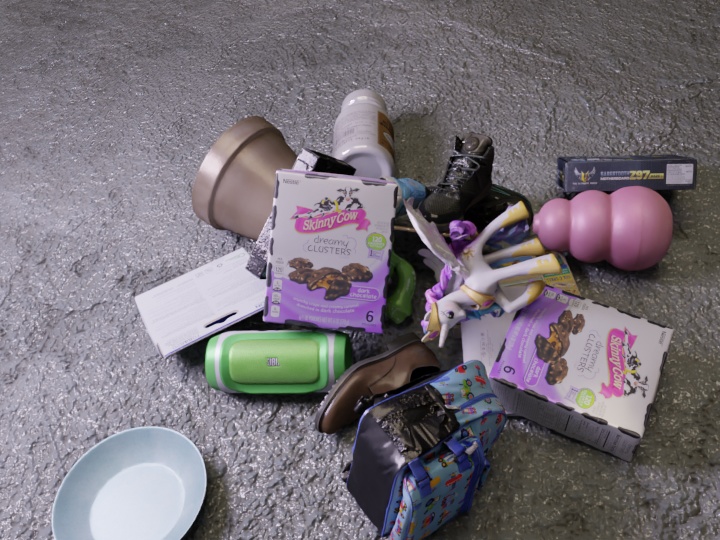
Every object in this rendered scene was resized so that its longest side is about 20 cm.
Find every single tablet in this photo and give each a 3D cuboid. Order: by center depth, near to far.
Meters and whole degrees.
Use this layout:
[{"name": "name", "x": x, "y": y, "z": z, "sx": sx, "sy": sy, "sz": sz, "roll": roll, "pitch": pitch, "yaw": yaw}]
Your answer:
[{"name": "tablet", "x": 0.206, "y": 0.108, "z": 1.090, "sx": 0.127, "sy": 0.014, "sz": 0.203, "roll": -3, "pitch": 55, "yaw": 5}]

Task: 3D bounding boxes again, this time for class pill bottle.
[{"name": "pill bottle", "x": 0.006, "y": -0.235, "z": 1.419, "sx": 0.112, "sy": 0.116, "sz": 0.202, "roll": -4, "pitch": 45, "yaw": 5}]

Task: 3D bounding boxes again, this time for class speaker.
[{"name": "speaker", "x": -0.113, "y": 0.127, "z": 1.097, "sx": 0.195, "sy": 0.090, "sz": 0.089, "roll": -2, "pitch": 44, "yaw": 8}]

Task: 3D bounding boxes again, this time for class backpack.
[{"name": "backpack", "x": 0.092, "y": 0.208, "z": 0.926, "sx": 0.197, "sy": 0.185, "sz": 0.135, "roll": -22, "pitch": 52, "yaw": -29}]

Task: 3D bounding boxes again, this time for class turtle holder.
[{"name": "turtle holder", "x": -0.006, "y": -0.003, "z": 1.189, "sx": 0.133, "sy": 0.184, "sz": 0.141, "roll": -58, "pitch": 19, "yaw": -4}]

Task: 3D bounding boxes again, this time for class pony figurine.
[{"name": "pony figurine", "x": 0.146, "y": -0.008, "z": 1.051, "sx": 0.197, "sy": 0.167, "sz": 0.195, "roll": -26, "pitch": 51, "yaw": 6}]

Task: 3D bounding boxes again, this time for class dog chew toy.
[{"name": "dog chew toy", "x": 0.360, "y": -0.066, "z": 1.178, "sx": 0.195, "sy": 0.126, "sz": 0.126, "roll": 4, "pitch": 45, "yaw": 9}]

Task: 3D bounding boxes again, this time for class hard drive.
[{"name": "hard drive", "x": -0.090, "y": -0.081, "z": 1.196, "sx": 0.037, "sy": 0.203, "sz": 0.139, "roll": 31, "pitch": 12, "yaw": 21}]

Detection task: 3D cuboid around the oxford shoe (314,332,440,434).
[{"name": "oxford shoe", "x": 0.027, "y": 0.162, "z": 1.049, "sx": 0.198, "sy": 0.073, "sz": 0.084, "roll": -33, "pitch": 51, "yaw": -22}]

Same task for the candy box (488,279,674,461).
[{"name": "candy box", "x": 0.284, "y": 0.124, "z": 1.018, "sx": 0.197, "sy": 0.072, "sz": 0.169, "roll": 20, "pitch": 57, "yaw": 19}]

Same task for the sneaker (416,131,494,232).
[{"name": "sneaker", "x": 0.144, "y": -0.139, "z": 1.181, "sx": 0.075, "sy": 0.116, "sz": 0.199, "roll": 22, "pitch": 41, "yaw": 27}]

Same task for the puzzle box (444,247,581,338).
[{"name": "puzzle box", "x": 0.223, "y": 0.031, "z": 1.180, "sx": 0.196, "sy": 0.026, "sz": 0.135, "roll": -9, "pitch": 45, "yaw": 0}]

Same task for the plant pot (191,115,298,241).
[{"name": "plant pot", "x": -0.152, "y": -0.125, "z": 1.302, "sx": 0.172, "sy": 0.202, "sz": 0.200, "roll": 35, "pitch": 58, "yaw": 17}]

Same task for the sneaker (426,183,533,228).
[{"name": "sneaker", "x": 0.189, "y": -0.107, "z": 1.304, "sx": 0.196, "sy": 0.077, "sz": 0.080, "roll": 11, "pitch": 34, "yaw": 11}]

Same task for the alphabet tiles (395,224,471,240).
[{"name": "alphabet tiles", "x": 0.119, "y": -0.060, "z": 1.219, "sx": 0.196, "sy": 0.006, "sz": 0.166, "roll": 9, "pitch": 5, "yaw": 13}]

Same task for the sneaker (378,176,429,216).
[{"name": "sneaker", "x": 0.054, "y": -0.113, "z": 1.283, "sx": 0.088, "sy": 0.080, "sz": 0.200, "roll": -3, "pitch": 6, "yaw": -17}]

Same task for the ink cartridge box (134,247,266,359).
[{"name": "ink cartridge box", "x": -0.228, "y": 0.056, "z": 1.193, "sx": 0.197, "sy": 0.041, "sz": 0.200, "roll": -25, "pitch": 33, "yaw": -16}]

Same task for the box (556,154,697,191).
[{"name": "box", "x": 0.422, "y": -0.159, "z": 1.266, "sx": 0.195, "sy": 0.052, "sz": 0.158, "roll": 1, "pitch": 10, "yaw": 10}]

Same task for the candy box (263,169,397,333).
[{"name": "candy box", "x": -0.041, "y": -0.028, "z": 1.070, "sx": 0.164, "sy": 0.205, "sz": 0.072, "roll": 6, "pitch": 8, "yaw": -1}]

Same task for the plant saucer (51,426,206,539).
[{"name": "plant saucer", "x": -0.287, "y": 0.294, "z": 0.993, "sx": 0.196, "sy": 0.039, "sz": 0.203, "roll": -5, "pitch": 44, "yaw": 4}]
